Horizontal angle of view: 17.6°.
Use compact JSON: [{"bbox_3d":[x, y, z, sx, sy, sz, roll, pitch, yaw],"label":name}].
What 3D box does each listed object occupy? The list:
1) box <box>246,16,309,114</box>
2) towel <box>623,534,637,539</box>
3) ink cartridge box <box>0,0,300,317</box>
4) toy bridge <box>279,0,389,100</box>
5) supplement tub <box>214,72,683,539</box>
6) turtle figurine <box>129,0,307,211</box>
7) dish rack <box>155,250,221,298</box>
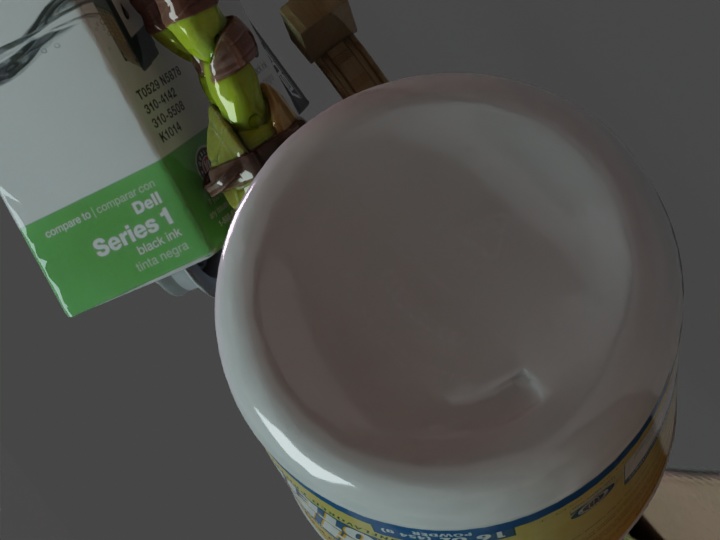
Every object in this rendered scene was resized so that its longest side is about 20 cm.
[{"bbox_3d":[-0.119,-0.134,1.185,0.200,0.049,0.161,54,-159,-8],"label":"box"},{"bbox_3d":[0.130,0.154,1.295,0.148,0.036,0.200,50,173,26],"label":"towel"},{"bbox_3d":[-0.117,-0.102,1.027,0.200,0.084,0.146,62,-155,-10],"label":"ink cartridge box"},{"bbox_3d":[0.034,-0.037,0.960,0.200,0.027,0.067,52,174,20],"label":"toy bridge"},{"bbox_3d":[0.035,0.033,0.788,0.145,0.145,0.200,51,174,19],"label":"supplement tub"},{"bbox_3d":[-0.041,-0.057,0.967,0.162,0.064,0.200,60,-176,-7],"label":"turtle figurine"},{"bbox_3d":[-0.133,-0.088,1.249,0.200,0.043,0.172,56,-158,-29],"label":"dish rack"}]
